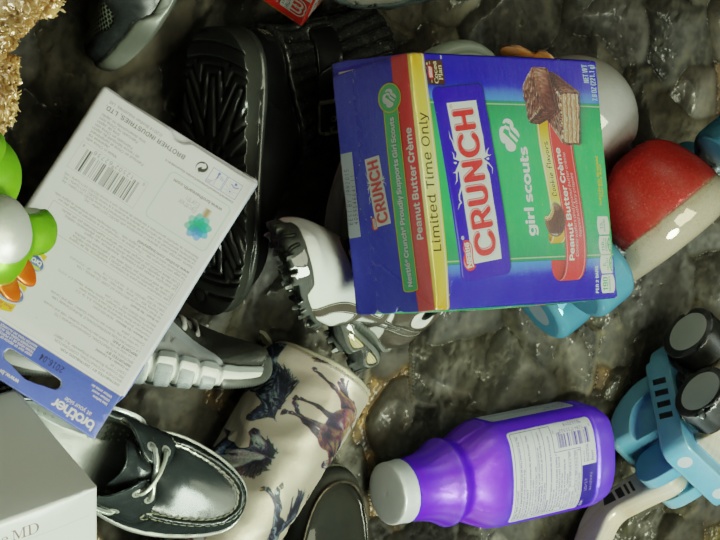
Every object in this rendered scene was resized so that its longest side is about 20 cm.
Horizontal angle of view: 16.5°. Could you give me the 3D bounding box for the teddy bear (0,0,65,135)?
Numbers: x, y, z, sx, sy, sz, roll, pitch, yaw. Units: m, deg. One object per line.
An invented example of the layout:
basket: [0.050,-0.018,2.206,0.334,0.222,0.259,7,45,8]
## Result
teddy bear: [-0.269,-0.132,1.565,0.145,0.067,0.200,17,94,-32]

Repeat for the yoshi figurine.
yoshi figurine: [-0.259,-0.041,1.480,0.200,0.112,0.112,1,101,-64]

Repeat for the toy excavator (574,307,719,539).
toy excavator: [0.232,0.158,1.949,0.100,0.200,0.195,40,30,-32]

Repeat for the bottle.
bottle: [0.100,0.151,1.866,0.200,0.065,0.084,-9,102,-34]

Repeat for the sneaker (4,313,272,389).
sneaker: [-0.147,0.018,1.650,0.200,0.075,0.116,6,88,-24]

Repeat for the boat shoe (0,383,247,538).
boat shoe: [-0.163,0.129,1.636,0.200,0.060,0.076,16,80,-16]

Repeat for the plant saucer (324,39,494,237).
plant saucer: [0.056,-0.063,1.760,0.200,0.050,0.200,-37,143,-36]

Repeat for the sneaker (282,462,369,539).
sneaker: [-0.006,0.243,1.778,0.075,0.106,0.201,0,98,-36]

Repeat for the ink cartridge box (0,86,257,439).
ink cartridge box: [-0.168,-0.004,1.594,0.119,0.042,0.200,32,73,-5]

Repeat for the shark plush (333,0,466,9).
shark plush: [0.038,-0.214,1.732,0.083,0.200,0.091,-37,93,17]

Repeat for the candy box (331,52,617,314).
candy box: [0.079,-0.058,1.657,0.200,0.077,0.170,-3,87,-47]

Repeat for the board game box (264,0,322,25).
board game box: [0.011,-0.279,1.660,0.046,0.152,0.200,34,58,3]

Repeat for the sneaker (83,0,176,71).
sneaker: [-0.157,-0.220,1.588,0.114,0.200,0.076,21,43,-14]

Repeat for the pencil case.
pencil case: [-0.079,0.145,1.729,0.200,0.089,0.078,-58,156,-13]

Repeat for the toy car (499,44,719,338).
toy car: [0.169,-0.088,1.850,0.184,0.177,0.200,-38,89,-17]

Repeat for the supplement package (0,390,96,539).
supplement package: [-0.240,0.197,1.552,0.117,0.117,0.200,-18,130,-28]

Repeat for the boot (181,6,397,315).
boot: [-0.049,-0.078,1.716,0.158,0.079,0.212,-11,117,-48]

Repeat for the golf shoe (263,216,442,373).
golf shoe: [0.000,0.000,1.671,0.200,0.094,0.078,44,24,-66]
